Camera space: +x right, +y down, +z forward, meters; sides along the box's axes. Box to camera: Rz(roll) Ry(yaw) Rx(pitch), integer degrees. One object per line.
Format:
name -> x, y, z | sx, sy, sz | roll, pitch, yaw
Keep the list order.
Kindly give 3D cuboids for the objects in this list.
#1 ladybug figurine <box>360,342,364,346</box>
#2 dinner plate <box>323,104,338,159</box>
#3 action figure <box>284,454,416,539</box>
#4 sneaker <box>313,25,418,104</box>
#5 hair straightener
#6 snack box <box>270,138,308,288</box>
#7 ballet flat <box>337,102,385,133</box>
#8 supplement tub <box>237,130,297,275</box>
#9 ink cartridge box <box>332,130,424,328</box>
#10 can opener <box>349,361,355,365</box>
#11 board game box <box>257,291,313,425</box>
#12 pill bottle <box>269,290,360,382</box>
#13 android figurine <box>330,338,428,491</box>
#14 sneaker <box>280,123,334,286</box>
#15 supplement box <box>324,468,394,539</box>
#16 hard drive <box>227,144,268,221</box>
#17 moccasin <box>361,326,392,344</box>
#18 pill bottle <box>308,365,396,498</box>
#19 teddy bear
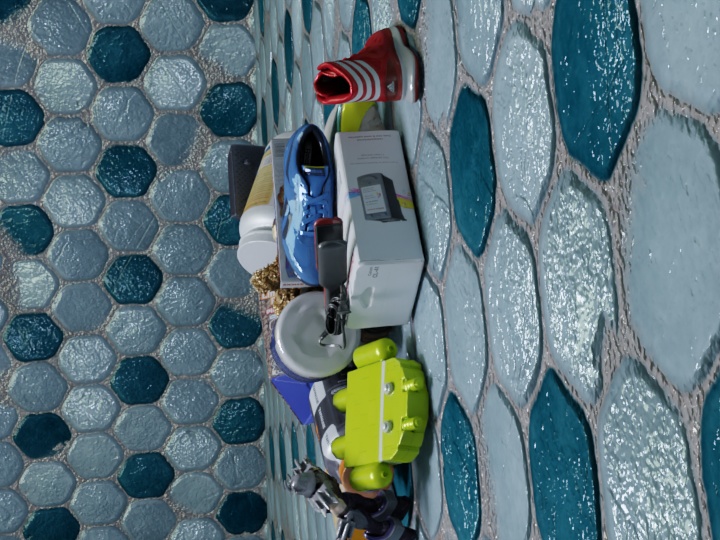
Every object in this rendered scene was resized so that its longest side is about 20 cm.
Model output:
ladybug figurine -> -0.024, 0.048, 1.822 | 0.200, 0.071, 0.136 | -105, 14, -51
dinner plate -> -0.033, -0.161, 1.731 | 0.200, 0.024, 0.201 | 11, -90, -81
action figure -> -0.018, 0.295, 1.526 | 0.069, 0.200, 0.130 | -49, 34, 15
sneaker -> -0.003, -0.245, 1.455 | 0.200, 0.115, 0.079 | -121, 29, -70
hair straightener -> -0.036, 0.032, 1.463 | 0.201, 0.041, 0.077 | 97, 166, -46
snack box -> -0.075, -0.077, 1.587 | 0.024, 0.071, 0.201 | 108, 158, -68
ballet flat -> 0.001, -0.160, 1.606 | 0.067, 0.067, 0.201 | -42, -30, -54
supplement tub -> -0.098, -0.091, 1.839 | 0.145, 0.144, 0.201 | 104, -177, -60
ink cartridge box -> 0.015, -0.050, 1.508 | 0.148, 0.085, 0.201 | 100, 163, -55
can opener -> -0.023, 0.130, 1.889 | 0.064, 0.078, 0.201 | 113, 144, -52
board game box -> -0.089, 0.120, 2.008 | 0.160, 0.096, 0.201 | 62, -167, -49
pill bottle -> -0.065, 0.093, 1.653 | 0.200, 0.110, 0.112 | 133, 133, -79
android figurine -> 0.023, 0.175, 1.497 | 0.200, 0.041, 0.183 | -23, 60, 59
sneaker -> -0.063, -0.083, 1.521 | 0.078, 0.065, 0.201 | 133, 135, -75
supplement box -> -0.003, 0.316, 1.781 | 0.200, 0.073, 0.127 | -107, 17, -56
hard drive -> -0.120, -0.125, 1.958 | 0.042, 0.199, 0.136 | -33, 57, 52
moccasin -> 0.002, 0.000, 1.677 | 0.078, 0.073, 0.203 | 137, 120, -68
pill bottle -> -0.006, 0.222, 1.671 | 0.200, 0.106, 0.107 | -111, 20, -62
teddy bear -> -0.089, -0.015, 1.687 | 0.067, 0.145, 0.200 | 47, 173, 26
